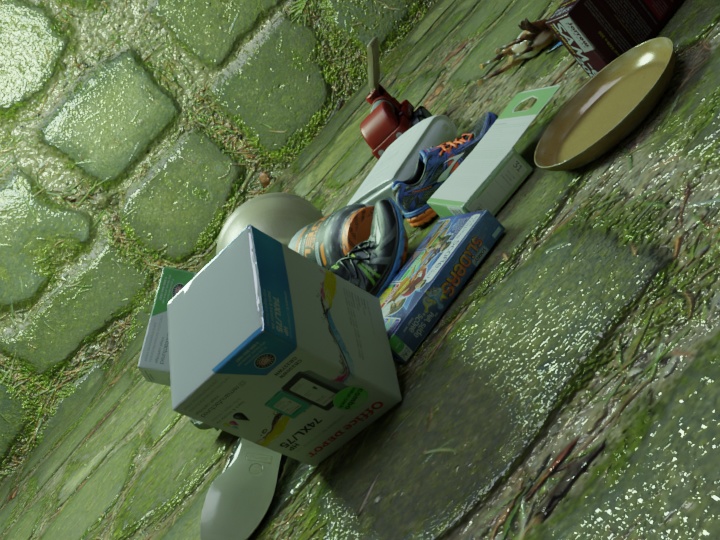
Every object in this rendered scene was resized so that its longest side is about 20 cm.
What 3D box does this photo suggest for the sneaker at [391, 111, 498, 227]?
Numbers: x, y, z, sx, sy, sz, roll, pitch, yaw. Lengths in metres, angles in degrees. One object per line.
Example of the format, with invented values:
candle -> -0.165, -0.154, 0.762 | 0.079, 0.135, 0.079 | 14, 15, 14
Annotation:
sneaker -> 0.124, -0.155, 1.390 | 0.200, 0.078, 0.075 | -47, 14, 3

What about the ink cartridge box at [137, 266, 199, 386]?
ink cartridge box -> -0.186, 0.092, 1.310 | 0.088, 0.196, 0.148 | 100, -178, -70

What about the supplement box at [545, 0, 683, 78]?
supplement box -> 0.337, -0.347, 1.209 | 0.201, 0.109, 0.061 | -49, 15, -11

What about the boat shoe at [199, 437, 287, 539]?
boat shoe -> -0.126, 0.240, 1.109 | 0.064, 0.072, 0.204 | 92, -166, -52

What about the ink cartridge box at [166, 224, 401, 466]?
ink cartridge box -> -0.081, 0.085, 1.021 | 0.146, 0.198, 0.148 | -40, 41, 26

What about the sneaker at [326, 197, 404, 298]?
sneaker -> 0.000, 0.000, 1.230 | 0.203, 0.081, 0.071 | -68, 13, -2

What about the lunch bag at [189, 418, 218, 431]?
lunch bag -> -0.185, 0.145, 1.432 | 0.202, 0.117, 0.164 | -58, 13, -21

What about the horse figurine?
horse figurine -> 0.266, -0.371, 1.590 | 0.131, 0.050, 0.200 | -34, 1, -17

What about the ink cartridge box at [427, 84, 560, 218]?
ink cartridge box -> 0.182, -0.146, 1.253 | 0.200, 0.048, 0.145 | -48, 14, -5

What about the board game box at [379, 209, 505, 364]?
board game box -> 0.076, 0.018, 1.149 | 0.201, 0.034, 0.135 | -52, 14, -13

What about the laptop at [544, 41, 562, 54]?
laptop -> 0.340, -0.418, 1.335 | 0.102, 0.202, 0.177 | 27, 57, 38

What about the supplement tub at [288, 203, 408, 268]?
supplement tub -> -0.019, -0.024, 1.372 | 0.123, 0.122, 0.199 | -53, 15, -25

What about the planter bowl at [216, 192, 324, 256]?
planter bowl -> -0.126, -0.007, 1.525 | 0.200, 0.200, 0.135 | -45, 23, 5

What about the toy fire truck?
toy fire truck -> 0.047, -0.303, 1.773 | 0.128, 0.200, 0.177 | -40, 15, 25

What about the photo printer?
photo printer -> 0.072, -0.165, 1.593 | 0.166, 0.069, 0.201 | -30, 22, 51

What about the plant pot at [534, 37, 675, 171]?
plant pot -> 0.282, -0.183, 1.099 | 0.200, 0.027, 0.201 | -45, 14, 14
